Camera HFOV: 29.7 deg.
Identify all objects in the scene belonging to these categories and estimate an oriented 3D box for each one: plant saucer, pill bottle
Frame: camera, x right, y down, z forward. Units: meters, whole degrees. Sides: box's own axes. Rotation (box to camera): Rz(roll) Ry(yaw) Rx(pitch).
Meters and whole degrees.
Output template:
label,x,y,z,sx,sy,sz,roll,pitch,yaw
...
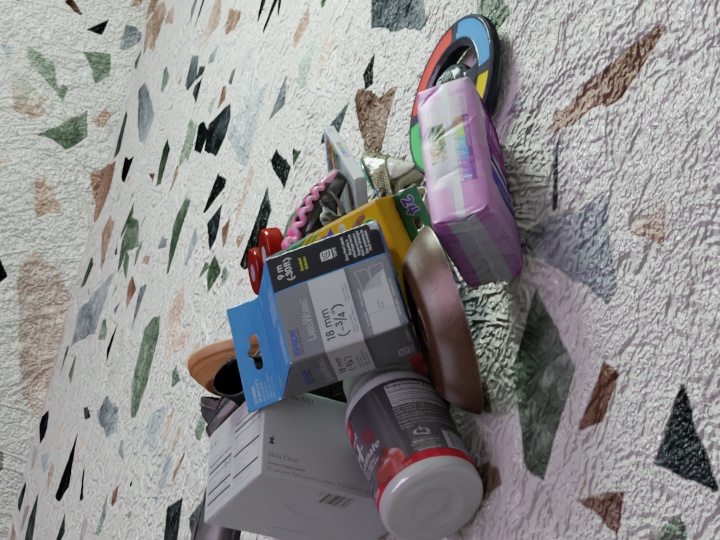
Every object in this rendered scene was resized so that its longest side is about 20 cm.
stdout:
label,x,y,z,sx,sy,sz,roll,pitch,yaw
plant saucer,0.080,0.056,1.407,0.200,0.036,0.203,163,90,-84
pill bottle,0.047,0.177,1.429,0.112,0.109,0.201,-62,31,27
plant saucer,-0.127,0.130,1.778,0.200,0.198,0.038,-39,51,54

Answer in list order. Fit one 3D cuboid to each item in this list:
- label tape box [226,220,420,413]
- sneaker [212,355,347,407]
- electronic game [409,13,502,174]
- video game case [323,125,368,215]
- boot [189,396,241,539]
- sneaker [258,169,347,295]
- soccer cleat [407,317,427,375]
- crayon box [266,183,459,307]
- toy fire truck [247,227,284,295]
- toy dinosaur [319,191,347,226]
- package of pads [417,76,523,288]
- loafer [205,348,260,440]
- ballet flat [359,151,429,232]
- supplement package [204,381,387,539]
label,x,y,z,sx,sy,sz,roll,pitch,yaw
label tape box,-0.050,0.049,1.464,0.064,0.198,0.145,66,-175,-53
sneaker,-0.065,0.119,1.530,0.198,0.106,0.076,-27,54,24
electronic game,0.111,-0.209,1.630,0.200,0.041,0.202,-46,36,50
video game case,-0.016,-0.091,1.793,0.200,0.018,0.145,-118,20,-62
boot,-0.184,0.272,1.781,0.181,0.072,0.203,-171,90,-69
sneaker,-0.052,-0.027,1.718,0.079,0.094,0.202,175,120,-84
soccer cleat,0.039,0.084,1.604,0.077,0.066,0.200,-56,18,-11
crayon box,0.000,0.000,1.570,0.199,0.051,0.127,-28,85,27
toy fire truck,-0.077,0.033,1.836,0.200,0.111,0.170,130,130,-67
toy dinosaur,0.008,0.002,1.676,0.201,0.076,0.103,67,-161,-49
package of pads,0.115,-0.093,1.445,0.075,0.121,0.202,-17,48,14
loafer,-0.124,0.132,1.680,0.200,0.072,0.063,-45,67,13
ballet flat,0.054,-0.086,1.677,0.075,0.068,0.202,-36,46,25
supplement package,-0.055,0.228,1.539,0.156,0.198,0.112,-45,37,47
